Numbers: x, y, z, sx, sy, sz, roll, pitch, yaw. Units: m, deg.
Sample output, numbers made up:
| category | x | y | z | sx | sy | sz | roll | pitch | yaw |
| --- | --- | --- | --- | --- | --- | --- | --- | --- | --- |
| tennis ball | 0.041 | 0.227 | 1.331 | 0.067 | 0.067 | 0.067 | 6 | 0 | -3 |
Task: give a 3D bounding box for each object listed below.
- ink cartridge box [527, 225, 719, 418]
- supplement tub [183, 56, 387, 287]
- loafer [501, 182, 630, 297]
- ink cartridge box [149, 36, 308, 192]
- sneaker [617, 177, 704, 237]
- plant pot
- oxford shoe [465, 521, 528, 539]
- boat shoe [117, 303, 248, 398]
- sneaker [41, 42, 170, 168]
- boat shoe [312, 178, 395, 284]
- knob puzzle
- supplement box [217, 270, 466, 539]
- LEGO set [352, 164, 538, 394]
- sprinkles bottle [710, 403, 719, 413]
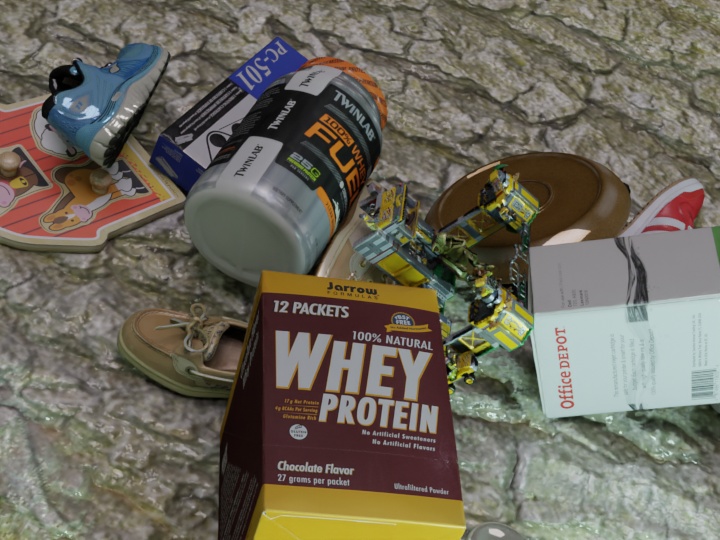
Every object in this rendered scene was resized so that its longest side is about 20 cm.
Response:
| category | x | y | z | sx | sy | sz | roll | pitch | yaw |
| --- | --- | --- | --- | --- | --- | --- | --- | --- | --- |
| ink cartridge box | 0.244 | 0.044 | 1.133 | 0.199 | 0.146 | 0.084 | -5 | 47 | 9 |
| supplement tub | -0.058 | -0.091 | 1.182 | 0.122 | 0.123 | 0.200 | 25 | 53 | 6 |
| loafer | 0.184 | -0.029 | 1.284 | 0.071 | 0.073 | 0.200 | 26 | 43 | 24 |
| ink cartridge box | -0.104 | -0.140 | 1.296 | 0.094 | 0.044 | 0.200 | 38 | 48 | 5 |
| sneaker | 0.299 | -0.005 | 1.289 | 0.112 | 0.071 | 0.200 | 37 | 56 | 22 |
| plant pot | 0.149 | -0.057 | 1.251 | 0.199 | 0.028 | 0.200 | -14 | 33 | 9 |
| oxford shoe | 0.152 | 0.263 | 1.012 | 0.075 | 0.058 | 0.200 | -21 | 56 | -29 |
| boat shoe | -0.100 | 0.068 | 1.105 | 0.199 | 0.063 | 0.073 | 17 | 46 | -2 |
| sneaker | -0.235 | -0.172 | 1.236 | 0.090 | 0.078 | 0.200 | 28 | 25 | -9 |
| boat shoe | 0.000 | 0.000 | 1.190 | 0.069 | 0.074 | 0.200 | 26 | 51 | 1 |
| knob puzzle | -0.286 | -0.092 | 1.215 | 0.219 | 0.030 | 0.220 | 9 | 48 | -10 |
| supplement box | -0.023 | 0.143 | 0.968 | 0.132 | 0.198 | 0.200 | 7 | 47 | -12 |
| LEGO set | 0.060 | -0.012 | 1.105 | 0.116 | 0.154 | 0.200 | 38 | 48 | -28 |
| sprinkles bottle | 0.416 | 0.097 | 1.235 | 0.199 | 0.068 | 0.068 | 0 | 49 | -17 |
